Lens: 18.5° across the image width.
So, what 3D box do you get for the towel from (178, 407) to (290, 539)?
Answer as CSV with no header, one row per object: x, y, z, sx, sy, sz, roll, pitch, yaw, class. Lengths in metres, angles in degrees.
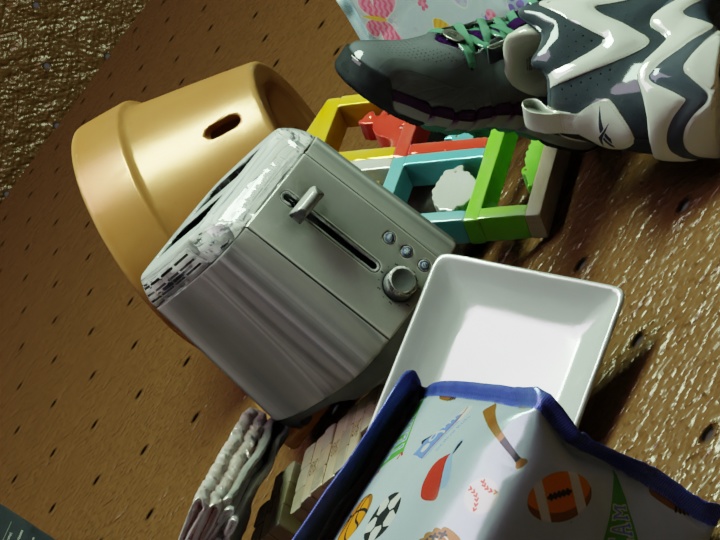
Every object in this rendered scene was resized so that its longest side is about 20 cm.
-0.094,0.185,1.225,0.200,0.032,0.192,-60,-8,-78,towel

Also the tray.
0.051,0.092,1.063,0.107,0.022,0.200,12,70,30,tray

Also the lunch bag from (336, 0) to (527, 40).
0.109,-0.211,1.410,0.200,0.127,0.170,-35,1,-36,lunch bag

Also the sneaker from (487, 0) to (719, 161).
0.135,-0.136,1.172,0.129,0.080,0.200,1,52,15,sneaker

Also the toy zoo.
0.029,-0.063,1.334,0.199,0.020,0.131,-4,42,24,toy zoo

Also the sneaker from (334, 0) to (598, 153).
0.073,-0.124,1.216,0.074,0.200,0.088,44,117,38,sneaker

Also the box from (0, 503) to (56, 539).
-0.344,0.247,1.686,0.200,0.182,0.104,-39,23,43,box

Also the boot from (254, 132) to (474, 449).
0.000,0.000,1.432,0.200,0.068,0.188,-52,29,18,boot

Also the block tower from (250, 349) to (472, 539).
0.020,0.096,1.179,0.200,0.058,0.054,-42,21,34,block tower

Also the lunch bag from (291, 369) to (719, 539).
0.031,0.137,0.943,0.170,0.124,0.200,-57,16,-10,lunch bag

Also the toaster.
-0.038,0.005,1.237,0.114,0.129,0.200,-51,7,-23,toaster

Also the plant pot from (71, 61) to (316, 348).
-0.094,-0.057,1.602,0.140,0.200,0.200,-32,22,14,plant pot
